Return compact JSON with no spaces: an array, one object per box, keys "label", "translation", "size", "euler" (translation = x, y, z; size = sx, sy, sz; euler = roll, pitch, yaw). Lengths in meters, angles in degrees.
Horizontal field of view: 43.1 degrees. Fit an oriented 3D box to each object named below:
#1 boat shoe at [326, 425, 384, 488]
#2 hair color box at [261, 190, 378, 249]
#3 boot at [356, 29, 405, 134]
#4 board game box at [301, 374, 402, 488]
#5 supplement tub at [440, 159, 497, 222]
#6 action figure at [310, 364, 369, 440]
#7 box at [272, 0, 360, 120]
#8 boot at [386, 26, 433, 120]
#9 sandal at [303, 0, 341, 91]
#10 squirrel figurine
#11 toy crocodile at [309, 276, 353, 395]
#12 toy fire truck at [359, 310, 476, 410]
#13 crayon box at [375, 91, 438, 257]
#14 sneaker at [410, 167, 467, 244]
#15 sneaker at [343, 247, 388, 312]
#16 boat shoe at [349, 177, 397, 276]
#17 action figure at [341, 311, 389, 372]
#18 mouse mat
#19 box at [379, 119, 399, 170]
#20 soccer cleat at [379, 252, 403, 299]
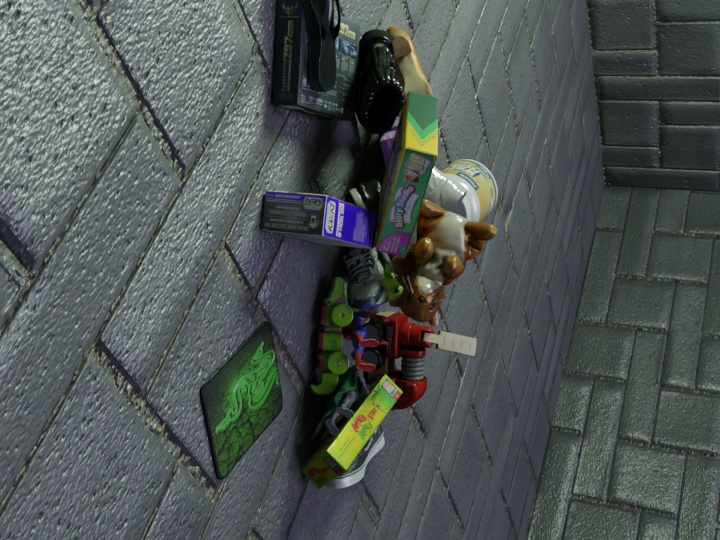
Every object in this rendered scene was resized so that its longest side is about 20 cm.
[{"label":"boat shoe","translation":[-0.011,0.324,1.666],"size":[0.199,0.070,0.069],"euler":[-36,122,-56]},{"label":"hair color box","translation":[-0.059,-0.077,1.429],"size":[0.199,0.107,0.066],"euler":[7,89,-66]},{"label":"boot","translation":[0.031,-0.277,1.538],"size":[0.213,0.077,0.160],"euler":[82,-2,-49]},{"label":"board game box","translation":[-0.013,0.277,1.582],"size":[0.200,0.048,0.102],"euler":[-48,-178,-42]},{"label":"supplement tub","translation":[0.205,-0.148,1.966],"size":[0.200,0.142,0.148],"euler":[-39,130,-58]},{"label":"action figure","translation":[-0.025,0.215,1.589],"size":[0.118,0.055,0.200],"euler":[-48,-175,19]},{"label":"box","translation":[-0.066,-0.326,1.432],"size":[0.199,0.050,0.162],"euler":[-6,100,-65]},{"label":"boot","translation":[0.089,-0.349,1.690],"size":[0.144,0.069,0.205],"euler":[-94,169,-72]},{"label":"sandal","translation":[-0.049,-0.370,1.354],"size":[0.076,0.042,0.205],"euler":[-32,122,-59]},{"label":"squirrel figurine","translation":[0.123,-0.002,1.566],"size":[0.200,0.139,0.190],"euler":[156,-45,-82]},{"label":"toy crocodile","translation":[-0.050,0.112,1.554],"size":[0.067,0.060,0.205],"euler":[-165,-100,-78]},{"label":"toy fire truck","translation":[0.111,0.175,1.755],"size":[0.128,0.196,0.181],"euler":[-16,109,-63]},{"label":"crayon box","translation":[0.076,-0.156,1.479],"size":[0.174,0.057,0.203],"euler":[-85,-172,-50]},{"label":"sneaker","translation":[0.116,-0.119,1.861],"size":[0.201,0.115,0.074],"euler":[-53,171,18]},{"label":"sneaker","translation":[0.000,0.000,1.595],"size":[0.201,0.076,0.086],"euler":[-95,165,-62]},{"label":"boat shoe","translation":[0.048,-0.075,1.657],"size":[0.202,0.060,0.074],"euler":[61,1,-22]},{"label":"action figure","translation":[0.020,0.114,1.583],"size":[0.200,0.097,0.067],"euler":[-126,-137,-70]},{"label":"mouse mat","translation":[-0.171,0.190,1.357],"size":[0.200,0.007,0.164],"euler":[-48,137,-55]},{"label":"box","translation":[0.076,-0.196,1.695],"size":[0.200,0.038,0.140],"euler":[-72,149,-70]},{"label":"soccer cleat","translation":[0.065,-0.042,1.777],"size":[0.081,0.066,0.205],"euler":[-34,126,-75]}]
